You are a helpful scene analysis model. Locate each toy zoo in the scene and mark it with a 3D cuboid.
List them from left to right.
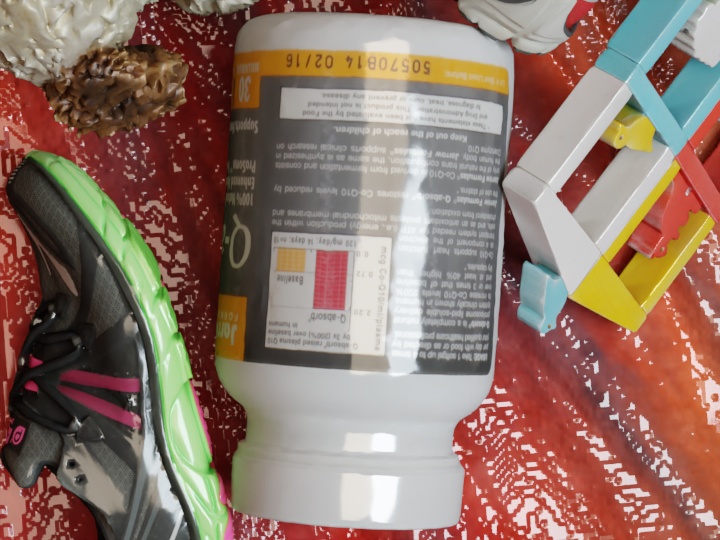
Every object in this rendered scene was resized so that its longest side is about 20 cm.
[{"bbox_3d":[0.129,-0.057,0.977,0.020,0.131,0.200,34,84,34],"label":"toy zoo"}]

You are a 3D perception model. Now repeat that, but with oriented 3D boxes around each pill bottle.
[{"bbox_3d":[0.000,0.000,0.949,0.116,0.116,0.200,4,90,-11],"label":"pill bottle"}]

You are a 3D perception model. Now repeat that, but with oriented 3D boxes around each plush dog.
[{"bbox_3d":[-0.130,-0.140,0.885,0.160,0.172,0.200,-27,119,4],"label":"plush dog"}]

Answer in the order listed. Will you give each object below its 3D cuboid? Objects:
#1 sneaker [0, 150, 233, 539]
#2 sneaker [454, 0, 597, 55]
[{"bbox_3d":[-0.111,0.048,0.950,0.084,0.077,0.200,-16,91,-9],"label":"sneaker"},{"bbox_3d":[0.094,-0.175,0.948,0.077,0.085,0.200,26,50,-20],"label":"sneaker"}]
